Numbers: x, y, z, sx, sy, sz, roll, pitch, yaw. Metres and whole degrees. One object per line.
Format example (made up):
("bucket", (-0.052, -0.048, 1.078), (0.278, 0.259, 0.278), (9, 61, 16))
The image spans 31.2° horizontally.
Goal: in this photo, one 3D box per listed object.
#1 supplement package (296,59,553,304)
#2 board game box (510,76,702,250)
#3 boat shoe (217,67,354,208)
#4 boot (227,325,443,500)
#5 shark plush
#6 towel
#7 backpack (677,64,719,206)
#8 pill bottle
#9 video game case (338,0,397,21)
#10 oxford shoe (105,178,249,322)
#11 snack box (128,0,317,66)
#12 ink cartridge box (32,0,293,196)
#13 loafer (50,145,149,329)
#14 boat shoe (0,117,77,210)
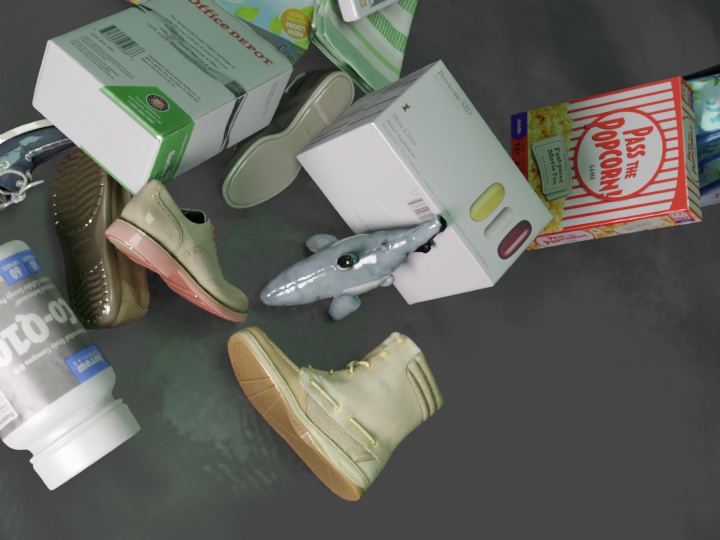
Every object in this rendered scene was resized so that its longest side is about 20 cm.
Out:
("supplement package", (0.064, -0.084, 1.302), (0.111, 0.156, 0.200), (-46, 106, -28))
("board game box", (0.263, -0.113, 1.400), (0.046, 0.200, 0.152), (26, 59, -54))
("boat shoe", (-0.085, -0.138, 1.336), (0.200, 0.057, 0.067), (-48, 132, -24))
("boot", (-0.021, 0.103, 1.271), (0.155, 0.073, 0.200), (-43, 95, -28))
("shark plush", (0.000, 0.000, 1.259), (0.083, 0.200, 0.091), (-3, 85, -57))
("towel", (0.013, -0.296, 1.401), (0.153, 0.023, 0.200), (38, 57, -44))
("backpack", (0.405, -0.155, 1.480), (0.200, 0.183, 0.147), (-12, 78, -21))
("pill bottle", (-0.288, 0.085, 1.135), (0.114, 0.114, 0.200), (-35, 91, -28))
("video game case", (0.019, -0.379, 1.381), (0.200, 0.023, 0.182), (-37, 116, -48))
("oxford shoe", (-0.151, -0.013, 1.198), (0.071, 0.200, 0.074), (24, 77, 33))
("snack box", (-0.134, -0.325, 1.356), (0.200, 0.068, 0.169), (23, 64, -15))
("ink cartridge box", (-0.182, -0.175, 1.218), (0.147, 0.083, 0.200), (41, 43, 13))
("loafer", (-0.242, -0.033, 1.220), (0.067, 0.076, 0.200), (25, 52, -53))
("boat shoe", (-0.340, -0.086, 1.187), (0.200, 0.075, 0.062), (-25, 84, -27))
